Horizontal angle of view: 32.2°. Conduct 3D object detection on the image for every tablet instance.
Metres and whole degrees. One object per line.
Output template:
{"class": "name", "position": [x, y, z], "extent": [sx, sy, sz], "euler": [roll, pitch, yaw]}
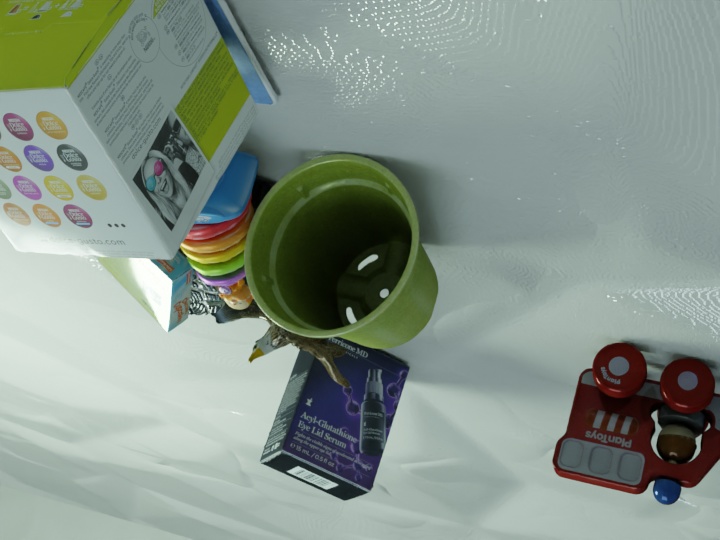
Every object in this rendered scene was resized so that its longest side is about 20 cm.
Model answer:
{"class": "tablet", "position": [-0.166, -0.229, 1.215], "extent": [0.129, 0.014, 0.200], "euler": [9, 154, 23]}

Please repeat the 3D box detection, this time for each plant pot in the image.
{"class": "plant pot", "position": [0.000, 0.000, 1.383], "extent": [0.198, 0.203, 0.184], "euler": [8, 165, 25]}

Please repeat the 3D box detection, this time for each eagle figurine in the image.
{"class": "eagle figurine", "position": [-0.105, 0.065, 1.684], "extent": [0.200, 0.149, 0.154], "euler": [36, 134, 55]}

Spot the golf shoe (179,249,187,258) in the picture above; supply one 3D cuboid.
{"class": "golf shoe", "position": [-0.292, -0.059, 1.569], "extent": [0.198, 0.095, 0.078], "euler": [16, 157, 13]}

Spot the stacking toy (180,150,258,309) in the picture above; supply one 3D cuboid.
{"class": "stacking toy", "position": [-0.158, -0.027, 1.404], "extent": [0.114, 0.111, 0.202], "euler": [0, 134, 13]}

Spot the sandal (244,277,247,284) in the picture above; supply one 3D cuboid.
{"class": "sandal", "position": [-0.182, -0.002, 1.651], "extent": [0.042, 0.077, 0.200], "euler": [-11, 172, -30]}

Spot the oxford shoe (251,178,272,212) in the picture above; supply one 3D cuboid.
{"class": "oxford shoe", "position": [-0.160, -0.079, 1.478], "extent": [0.197, 0.074, 0.084], "euler": [12, 180, 10]}

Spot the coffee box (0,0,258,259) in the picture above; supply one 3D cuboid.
{"class": "coffee box", "position": [-0.246, -0.153, 1.144], "extent": [0.197, 0.201, 0.199], "euler": [2, 138, 30]}

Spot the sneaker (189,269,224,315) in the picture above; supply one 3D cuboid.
{"class": "sneaker", "position": [-0.243, -0.004, 1.638], "extent": [0.199, 0.079, 0.078], "euler": [22, 136, 37]}

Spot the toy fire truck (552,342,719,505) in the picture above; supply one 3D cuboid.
{"class": "toy fire truck", "position": [0.345, 0.194, 1.512], "extent": [0.197, 0.170, 0.112], "euler": [12, 155, 17]}

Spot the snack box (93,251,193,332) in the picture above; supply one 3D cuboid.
{"class": "snack box", "position": [-0.279, -0.030, 1.488], "extent": [0.200, 0.037, 0.117], "euler": [43, 149, 16]}

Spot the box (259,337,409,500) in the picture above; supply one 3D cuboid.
{"class": "box", "position": [-0.036, 0.206, 1.791], "extent": [0.147, 0.202, 0.104], "euler": [25, 155, -15]}
